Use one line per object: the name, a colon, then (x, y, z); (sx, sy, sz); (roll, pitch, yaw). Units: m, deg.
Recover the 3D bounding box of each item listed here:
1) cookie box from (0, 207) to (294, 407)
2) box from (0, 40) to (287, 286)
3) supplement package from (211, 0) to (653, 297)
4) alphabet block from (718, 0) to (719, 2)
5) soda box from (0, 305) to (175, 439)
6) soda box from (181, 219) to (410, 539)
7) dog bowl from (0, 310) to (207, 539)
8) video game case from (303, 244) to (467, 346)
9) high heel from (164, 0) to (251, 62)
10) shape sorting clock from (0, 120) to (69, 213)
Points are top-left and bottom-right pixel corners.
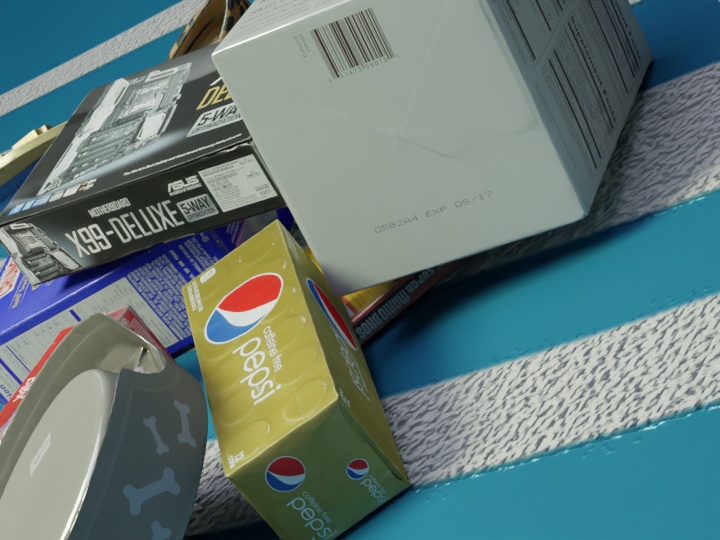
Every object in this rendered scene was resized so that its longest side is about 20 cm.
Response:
cookie box: (-0.142, -0.008, 1.442); (0.199, 0.075, 0.172); (-27, 25, 24)
box: (-0.106, -0.077, 1.357); (0.199, 0.050, 0.158); (-16, 30, 32)
supplement package: (0.045, -0.115, 1.198); (0.151, 0.151, 0.200); (-18, 22, 26)
alphabet block: (0.265, -0.174, 0.953); (0.200, 0.196, 0.196); (-43, 23, -9)
soda box: (-0.180, 0.113, 1.275); (0.070, 0.064, 0.200); (-19, 28, 44)
soda box: (-0.036, 0.055, 1.129); (0.068, 0.064, 0.200); (-35, 28, 7)
dog bowl: (-0.141, 0.122, 1.110); (0.200, 0.058, 0.201); (-51, 24, 33)
video game case: (0.000, 0.000, 1.275); (0.200, 0.017, 0.143); (-40, 21, -2)
high heel: (-0.144, -0.105, 1.559); (0.071, 0.143, 0.200); (34, 61, 21)
shape sorting clock: (-0.229, -0.072, 1.664); (0.199, 0.039, 0.200); (-32, -6, -4)
